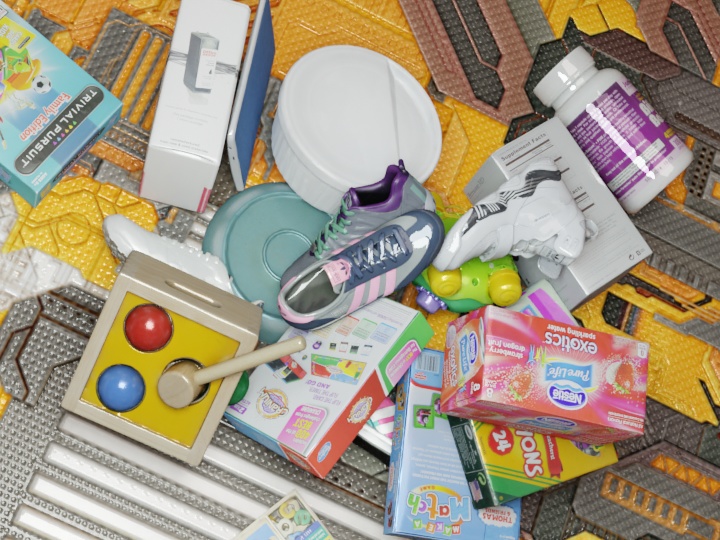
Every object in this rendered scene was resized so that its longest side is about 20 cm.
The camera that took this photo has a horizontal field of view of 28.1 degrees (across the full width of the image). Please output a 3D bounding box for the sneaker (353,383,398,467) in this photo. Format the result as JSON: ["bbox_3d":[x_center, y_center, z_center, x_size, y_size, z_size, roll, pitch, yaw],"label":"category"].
[{"bbox_3d":[0.055,0.160,1.608,0.199,0.084,0.121,35,74,-1],"label":"sneaker"}]

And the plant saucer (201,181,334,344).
[{"bbox_3d":[-0.084,-0.013,1.655,0.198,0.027,0.202,6,69,-15],"label":"plant saucer"}]

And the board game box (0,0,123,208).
[{"bbox_3d":[-0.391,-0.193,1.613,0.199,0.047,0.151,39,65,0],"label":"board game box"}]

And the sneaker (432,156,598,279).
[{"bbox_3d":[0.176,-0.034,1.591,0.199,0.075,0.115,-37,81,-28],"label":"sneaker"}]

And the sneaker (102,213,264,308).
[{"bbox_3d":[-0.198,0.002,1.580,0.200,0.076,0.081,44,82,-11],"label":"sneaker"}]

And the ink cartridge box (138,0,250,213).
[{"bbox_3d":[-0.187,-0.190,1.620,0.084,0.146,0.202,14,67,-9],"label":"ink cartridge box"}]

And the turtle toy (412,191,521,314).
[{"bbox_3d":[0.090,-0.008,1.660,0.198,0.102,0.147,8,46,-19],"label":"turtle toy"}]

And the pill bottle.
[{"bbox_3d":[0.310,-0.178,1.788,0.112,0.112,0.200,-40,86,-25],"label":"pill bottle"}]

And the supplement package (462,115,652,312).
[{"bbox_3d":[0.232,-0.060,1.720,0.109,0.114,0.201,-30,80,-23],"label":"supplement package"}]

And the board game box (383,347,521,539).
[{"bbox_3d":[0.107,0.194,1.556,0.150,0.037,0.202,13,72,-20],"label":"board game box"}]

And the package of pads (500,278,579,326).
[{"bbox_3d":[0.207,0.134,1.667,0.154,0.068,0.201,-33,82,-24],"label":"package of pads"}]

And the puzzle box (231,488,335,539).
[{"bbox_3d":[-0.104,0.344,1.520,0.199,0.025,0.133,-37,85,-25],"label":"puzzle box"}]

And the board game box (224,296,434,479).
[{"bbox_3d":[-0.036,0.110,1.548,0.200,0.152,0.040,-51,132,-16],"label":"board game box"}]

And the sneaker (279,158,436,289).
[{"bbox_3d":[-0.018,-0.049,1.585,0.199,0.088,0.075,-34,40,7],"label":"sneaker"}]

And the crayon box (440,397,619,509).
[{"bbox_3d":[0.196,0.167,1.554,0.198,0.051,0.128,-15,84,-28],"label":"crayon box"}]

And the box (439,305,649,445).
[{"bbox_3d":[0.191,0.111,1.483,0.198,0.095,0.101,14,72,-22],"label":"box"}]

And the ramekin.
[{"bbox_3d":[-0.012,-0.154,1.675,0.200,0.094,0.204,11,59,-19],"label":"ramekin"}]

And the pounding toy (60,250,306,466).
[{"bbox_3d":[-0.179,0.091,1.480,0.198,0.142,0.186,25,103,-7],"label":"pounding toy"}]

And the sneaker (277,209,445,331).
[{"bbox_3d":[0.000,0.000,1.519,0.199,0.082,0.071,-35,75,7],"label":"sneaker"}]

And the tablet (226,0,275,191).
[{"bbox_3d":[-0.125,-0.206,1.653,0.013,0.130,0.202,8,65,5],"label":"tablet"}]
